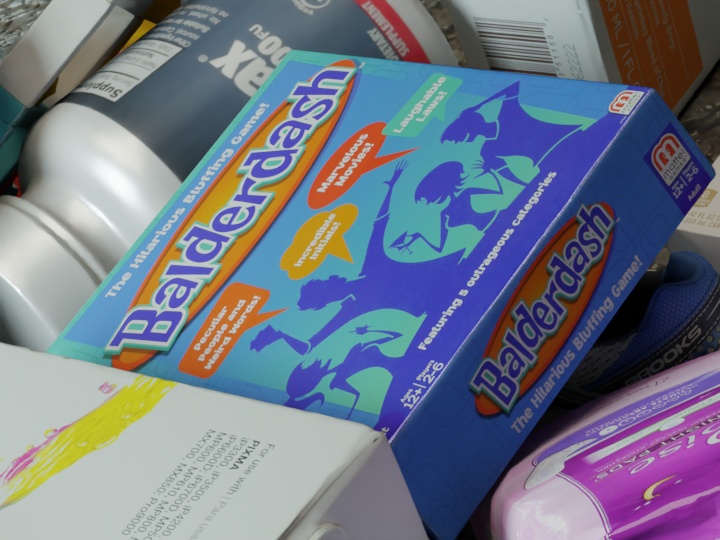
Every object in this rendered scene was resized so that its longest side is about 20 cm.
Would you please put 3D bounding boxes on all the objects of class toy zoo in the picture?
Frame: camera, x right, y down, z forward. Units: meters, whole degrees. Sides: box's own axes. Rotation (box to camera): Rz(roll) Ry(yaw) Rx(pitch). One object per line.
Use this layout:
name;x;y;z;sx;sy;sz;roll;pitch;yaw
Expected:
toy zoo;-0.132;-0.063;1.009;0.200;0.020;0.131;-50;-4;3

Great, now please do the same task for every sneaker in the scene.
sneaker;0.048;0.018;0.879;0.199;0.085;0.077;-1;40;29

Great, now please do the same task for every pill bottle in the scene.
pill bottle;-0.063;-0.033;0.979;0.200;0.120;0.119;-42;39;-24

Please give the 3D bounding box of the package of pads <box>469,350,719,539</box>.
package of pads;0.102;0.076;0.718;0.120;0.076;0.200;-27;4;-3

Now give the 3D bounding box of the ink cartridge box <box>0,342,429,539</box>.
ink cartridge box;-0.084;0.127;0.753;0.199;0.146;0.145;9;45;38

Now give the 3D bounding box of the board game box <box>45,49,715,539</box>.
board game box;0.000;0.000;0.832;0.200;0.045;0.152;11;59;53

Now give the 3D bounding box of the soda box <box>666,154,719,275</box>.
soda box;0.205;0.002;0.832;0.199;0.064;0.068;10;46;39

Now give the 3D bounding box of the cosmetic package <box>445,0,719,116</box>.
cosmetic package;0.120;-0.143;1.040;0.071;0.102;0.200;9;46;36

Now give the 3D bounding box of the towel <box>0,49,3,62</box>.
towel;-0.224;-0.005;0.938;0.171;0.048;0.201;-23;36;51
